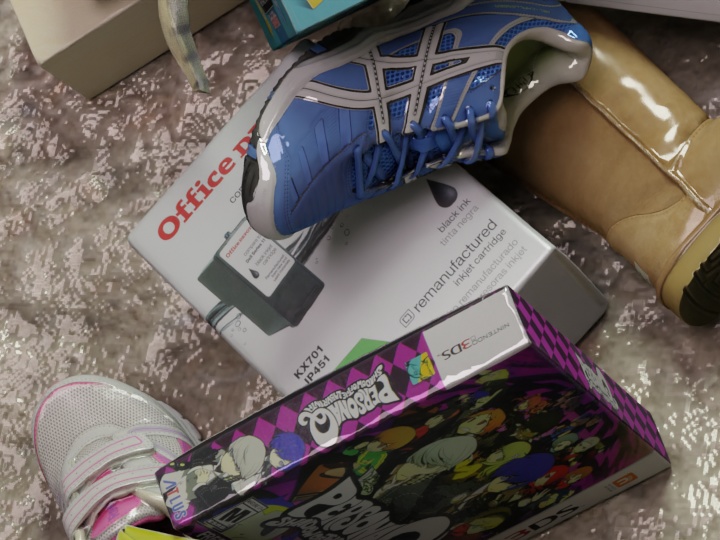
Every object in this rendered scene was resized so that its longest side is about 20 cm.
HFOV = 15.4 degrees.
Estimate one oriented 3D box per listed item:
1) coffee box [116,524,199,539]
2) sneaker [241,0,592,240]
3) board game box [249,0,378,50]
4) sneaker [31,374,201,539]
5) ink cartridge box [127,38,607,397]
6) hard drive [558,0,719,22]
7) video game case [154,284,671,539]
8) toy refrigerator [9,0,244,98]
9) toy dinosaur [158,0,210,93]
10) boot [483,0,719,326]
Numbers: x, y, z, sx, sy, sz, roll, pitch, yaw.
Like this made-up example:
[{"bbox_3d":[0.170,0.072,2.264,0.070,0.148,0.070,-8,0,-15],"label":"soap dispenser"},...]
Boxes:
[{"bbox_3d":[-0.008,0.245,1.172,0.199,0.198,0.201,8,73,29],"label":"coffee box"},{"bbox_3d":[0.026,-0.079,1.265,0.200,0.076,0.077,-40,52,-22],"label":"sneaker"},{"bbox_3d":[0.020,-0.164,1.298,0.150,0.200,0.047,-26,94,-4],"label":"board game box"},{"bbox_3d":[-0.110,0.121,1.339,0.081,0.088,0.200,-45,57,3],"label":"sneaker"},{"bbox_3d":[0.000,0.000,1.337,0.147,0.083,0.200,-49,56,0],"label":"ink cartridge box"},{"bbox_3d":[0.198,-0.171,1.314,0.199,0.027,0.132,11,48,30],"label":"hard drive"},{"bbox_3d":[0.029,0.090,1.217,0.181,0.200,0.036,-28,62,13],"label":"video game case"},{"bbox_3d":[-0.095,-0.184,1.471,0.199,0.070,0.076,-32,66,12],"label":"toy refrigerator"},{"bbox_3d":[-0.094,-0.186,1.348,0.088,0.047,0.201,3,72,32],"label":"toy dinosaur"},{"bbox_3d":[0.147,-0.093,1.315,0.175,0.066,0.200,-46,56,1],"label":"boot"}]
